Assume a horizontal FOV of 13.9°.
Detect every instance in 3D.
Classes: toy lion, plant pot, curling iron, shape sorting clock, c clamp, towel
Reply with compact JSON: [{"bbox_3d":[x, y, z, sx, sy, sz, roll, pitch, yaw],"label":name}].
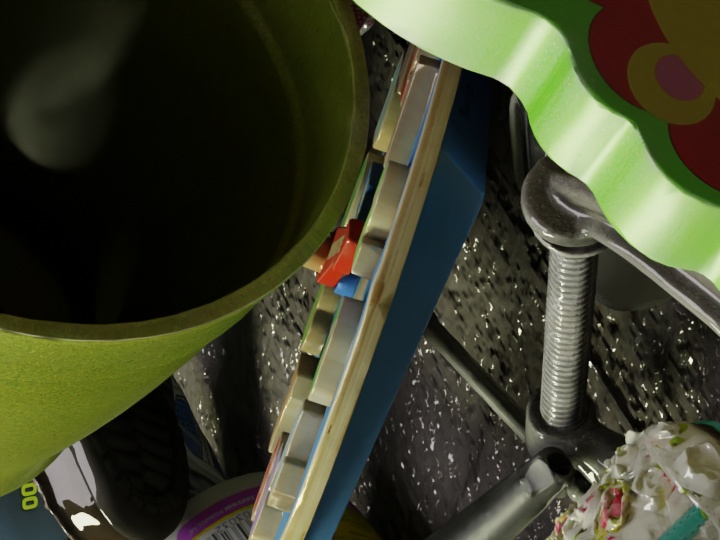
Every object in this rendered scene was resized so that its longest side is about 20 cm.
[{"bbox_3d":[0.075,-0.079,0.676,0.069,0.200,0.192,124,149,-55],"label":"toy lion"},{"bbox_3d":[-0.122,-0.021,0.938,0.201,0.200,0.193,69,151,22],"label":"plant pot"},{"bbox_3d":[0.001,0.103,0.930,0.200,0.050,0.026,-36,22,45],"label":"curling iron"},{"bbox_3d":[0.000,0.000,0.931,0.200,0.039,0.200,-158,90,-86],"label":"shape sorting clock"},{"bbox_3d":[0.074,0.032,0.827,0.171,0.027,0.200,45,159,18],"label":"c clamp"},{"bbox_3d":[-0.091,-0.066,1.018,0.146,0.030,0.200,36,131,3],"label":"towel"}]

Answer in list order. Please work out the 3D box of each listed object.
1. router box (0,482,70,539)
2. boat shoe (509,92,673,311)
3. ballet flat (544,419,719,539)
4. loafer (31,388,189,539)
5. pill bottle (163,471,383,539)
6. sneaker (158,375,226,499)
[{"bbox_3d":[-0.163,0.100,1.313,0.062,0.150,0.200,38,133,56],"label":"router box"},{"bbox_3d":[0.070,-0.085,0.826,0.064,0.071,0.200,48,143,47],"label":"boat shoe"},{"bbox_3d":[0.072,0.099,0.839,0.076,0.064,0.200,42,161,17],"label":"ballet flat"},{"bbox_3d":[-0.133,0.040,1.113,0.071,0.073,0.200,-46,53,14],"label":"loafer"},{"bbox_3d":[-0.003,0.163,1.045,0.200,0.104,0.104,48,141,50],"label":"pill bottle"},{"bbox_3d":[-0.107,0.066,1.217,0.200,0.076,0.077,64,170,-20],"label":"sneaker"}]
